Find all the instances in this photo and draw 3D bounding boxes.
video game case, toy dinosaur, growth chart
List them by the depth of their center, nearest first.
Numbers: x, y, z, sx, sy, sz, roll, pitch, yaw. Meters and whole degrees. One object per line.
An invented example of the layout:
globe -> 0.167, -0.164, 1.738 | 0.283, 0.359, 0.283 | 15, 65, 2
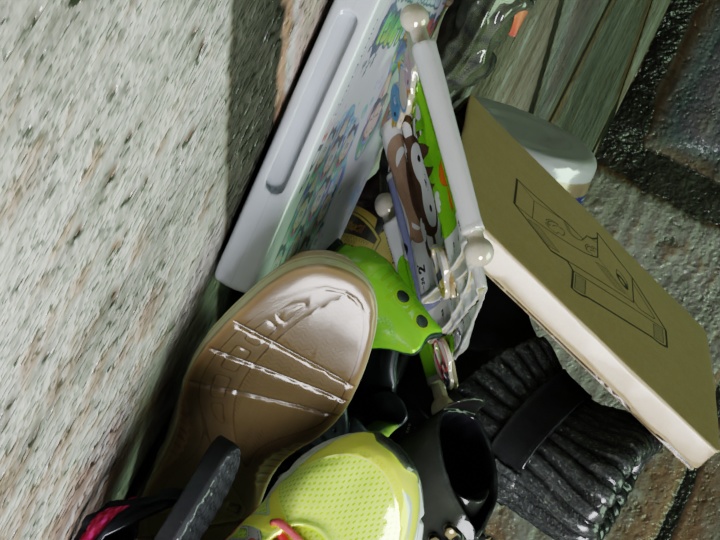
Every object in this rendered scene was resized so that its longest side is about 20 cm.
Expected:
growth chart -> 0.033, -0.028, 1.137 | 0.200, 0.018, 0.146 | 99, -24, -65
video game case -> -0.005, -0.082, 1.143 | 0.200, 0.024, 0.183 | -27, 141, -79
toy dinosaur -> 0.056, -0.118, 1.235 | 0.200, 0.047, 0.088 | -58, -173, 29

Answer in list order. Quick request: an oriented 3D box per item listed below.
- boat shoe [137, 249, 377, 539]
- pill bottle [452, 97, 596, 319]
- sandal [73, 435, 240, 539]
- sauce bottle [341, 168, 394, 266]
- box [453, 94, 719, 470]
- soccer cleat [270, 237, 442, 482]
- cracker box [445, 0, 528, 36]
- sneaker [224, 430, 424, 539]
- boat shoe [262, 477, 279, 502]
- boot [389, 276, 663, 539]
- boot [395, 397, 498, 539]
boat shoe -> -0.049, 0.055, 1.096 | 0.065, 0.072, 0.200 | -79, -165, -50
pill bottle -> 0.078, -0.009, 1.642 | 0.201, 0.110, 0.111 | -67, 172, 18
sandal -> -0.115, 0.139, 1.049 | 0.200, 0.045, 0.075 | -53, 177, 38
sauce bottle -> 0.000, 0.000, 1.301 | 0.066, 0.066, 0.201 | 103, 12, -59
box -> 0.117, 0.002, 1.278 | 0.021, 0.200, 0.164 | -43, -168, 20
soccer cleat -> -0.026, 0.070, 1.176 | 0.067, 0.081, 0.200 | -32, 161, -44
cracker box -> 0.104, -0.243, 1.263 | 0.201, 0.057, 0.134 | 104, 12, -52
sneaker -> -0.048, 0.154, 1.042 | 0.200, 0.078, 0.090 | -50, 166, 12
boat shoe -> -0.033, 0.113, 1.313 | 0.200, 0.092, 0.075 | -59, 171, -38
boot -> 0.096, 0.055, 1.282 | 0.211, 0.157, 0.080 | -55, 163, -44
boot -> 0.020, 0.171, 1.159 | 0.138, 0.077, 0.201 | -34, -122, 40
